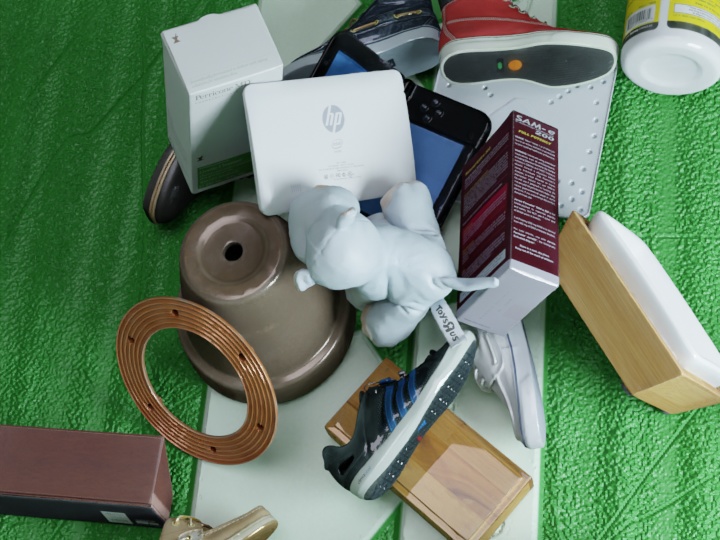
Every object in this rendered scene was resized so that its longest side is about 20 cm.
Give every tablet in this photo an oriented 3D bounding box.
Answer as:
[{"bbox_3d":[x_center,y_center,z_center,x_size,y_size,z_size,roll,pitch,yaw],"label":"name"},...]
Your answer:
[{"bbox_3d":[-0.028,-0.133,1.534,0.199,0.014,0.132,-11,95,-37],"label":"tablet"}]

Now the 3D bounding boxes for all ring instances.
[{"bbox_3d":[-0.165,0.111,1.530,0.199,0.202,0.019,23,39,20],"label":"ring"}]

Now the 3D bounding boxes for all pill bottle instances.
[{"bbox_3d":[0.351,-0.305,1.653,0.111,0.113,0.202,6,67,13],"label":"pill bottle"}]

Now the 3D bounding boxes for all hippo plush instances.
[{"bbox_3d":[0.000,0.000,1.483,0.160,0.160,0.201,-61,38,27],"label":"hippo plush"}]

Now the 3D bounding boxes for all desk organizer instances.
[{"bbox_3d":[-0.294,0.213,1.562,0.198,0.072,0.078,3,64,12],"label":"desk organizer"}]

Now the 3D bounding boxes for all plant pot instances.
[{"bbox_3d":[-0.114,0.018,1.560,0.198,0.175,0.202,-4,66,9],"label":"plant pot"}]

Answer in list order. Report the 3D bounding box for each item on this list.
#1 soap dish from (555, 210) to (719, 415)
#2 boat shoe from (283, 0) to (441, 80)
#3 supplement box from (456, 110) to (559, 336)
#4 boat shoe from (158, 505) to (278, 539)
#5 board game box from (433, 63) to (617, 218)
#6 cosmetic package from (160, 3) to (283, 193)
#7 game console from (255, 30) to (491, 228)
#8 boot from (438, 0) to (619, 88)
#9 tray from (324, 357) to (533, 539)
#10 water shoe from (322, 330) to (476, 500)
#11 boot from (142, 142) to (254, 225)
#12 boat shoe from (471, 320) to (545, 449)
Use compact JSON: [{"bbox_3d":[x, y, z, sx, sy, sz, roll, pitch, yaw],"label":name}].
[{"bbox_3d":[0.275,0.047,1.489,0.081,0.157,0.201,-38,62,16],"label":"soap dish"},{"bbox_3d":[-0.003,-0.256,1.729,0.198,0.071,0.091,-15,50,5],"label":"boat shoe"},{"bbox_3d":[0.149,-0.048,1.519,0.060,0.109,0.202,19,53,-19],"label":"supplement box"},{"bbox_3d":[-0.180,0.281,1.508,0.199,0.074,0.070,-28,70,-2],"label":"boat shoe"},{"bbox_3d":[0.172,-0.155,1.666,0.198,0.026,0.202,9,68,14],"label":"board game box"},{"bbox_3d":[-0.145,-0.177,1.569,0.107,0.200,0.085,-20,68,-13],"label":"cosmetic package"},{"bbox_3d":[0.017,-0.125,1.606,0.171,0.119,0.201,25,83,26],"label":"game console"},{"bbox_3d":[0.185,-0.276,1.671,0.198,0.073,0.145,1,51,1],"label":"boot"},{"bbox_3d":[0.068,0.188,1.524,0.200,0.037,0.099,39,78,23],"label":"tray"},{"bbox_3d":[0.037,0.130,1.493,0.079,0.072,0.201,33,79,20],"label":"water shoe"},{"bbox_3d":[-0.138,-0.113,1.683,0.138,0.078,0.201,30,75,17],"label":"boot"},{"bbox_3d":[0.144,0.096,1.539,0.065,0.074,0.201,-15,54,8],"label":"boat shoe"}]
